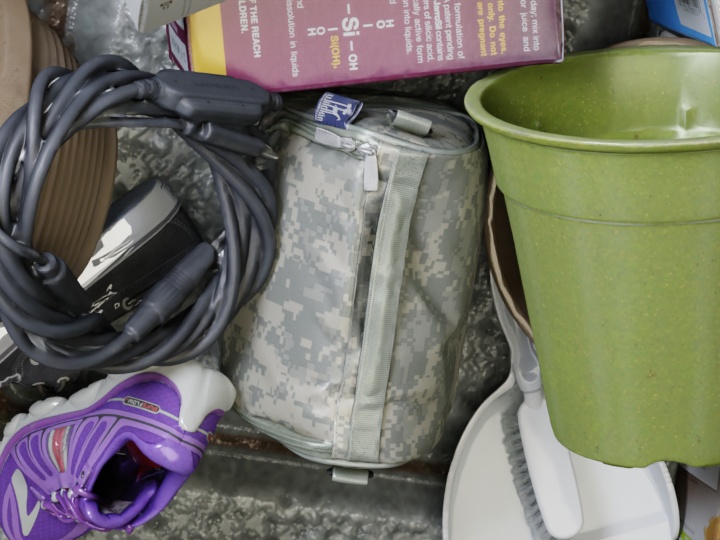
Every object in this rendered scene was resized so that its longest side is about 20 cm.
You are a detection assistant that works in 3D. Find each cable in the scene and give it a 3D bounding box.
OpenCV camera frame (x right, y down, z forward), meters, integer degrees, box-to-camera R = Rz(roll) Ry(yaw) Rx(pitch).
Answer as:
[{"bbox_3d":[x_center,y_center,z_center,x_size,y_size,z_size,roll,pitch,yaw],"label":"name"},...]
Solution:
[{"bbox_3d":[-0.123,-0.025,1.503,0.200,0.051,0.163,0,113,-47],"label":"cable"}]

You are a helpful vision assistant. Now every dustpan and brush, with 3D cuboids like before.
[{"bbox_3d":[0.100,0.084,1.711,0.139,0.057,0.200,-15,93,-6],"label":"dustpan and brush"}]

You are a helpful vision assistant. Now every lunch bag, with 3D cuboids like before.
[{"bbox_3d":[0.000,0.000,1.620,0.139,0.168,0.200,6,101,-12],"label":"lunch bag"}]

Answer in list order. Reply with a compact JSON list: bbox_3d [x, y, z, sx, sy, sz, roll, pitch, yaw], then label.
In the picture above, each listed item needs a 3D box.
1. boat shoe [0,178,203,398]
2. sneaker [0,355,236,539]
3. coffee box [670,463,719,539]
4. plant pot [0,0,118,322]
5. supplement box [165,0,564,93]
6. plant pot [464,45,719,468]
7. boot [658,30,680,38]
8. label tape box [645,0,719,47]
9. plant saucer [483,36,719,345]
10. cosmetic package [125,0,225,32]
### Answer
[{"bbox_3d":[-0.168,0.034,1.655,0.200,0.070,0.066,-40,105,-7],"label":"boat shoe"},{"bbox_3d":[-0.147,0.111,1.623,0.081,0.200,0.083,30,52,-18],"label":"sneaker"},{"bbox_3d":[0.249,0.117,1.736,0.114,0.080,0.200,5,102,-12],"label":"coffee box"},{"bbox_3d":[-0.186,-0.050,1.564,0.093,0.201,0.201,12,100,-22],"label":"plant pot"},{"bbox_3d":[-0.003,-0.159,1.603,0.200,0.131,0.103,-6,103,-7],"label":"supplement box"},{"bbox_3d":[0.157,-0.004,1.568,0.200,0.200,0.190,-6,109,-9],"label":"plant pot"},{"bbox_3d":[0.222,-0.027,1.706,0.200,0.072,0.144,28,97,-7],"label":"boot"},{"bbox_3d":[0.263,-0.182,1.637,0.200,0.144,0.063,-16,103,-7],"label":"label tape box"},{"bbox_3d":[0.168,-0.029,1.656,0.200,0.029,0.200,1,97,9],"label":"plant saucer"},{"bbox_3d":[-0.036,-0.207,1.485,0.200,0.085,0.108,-21,84,-9],"label":"cosmetic package"}]
